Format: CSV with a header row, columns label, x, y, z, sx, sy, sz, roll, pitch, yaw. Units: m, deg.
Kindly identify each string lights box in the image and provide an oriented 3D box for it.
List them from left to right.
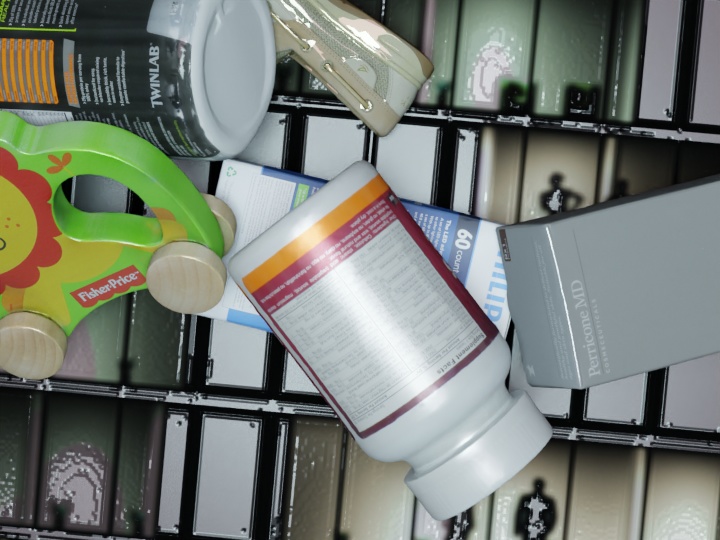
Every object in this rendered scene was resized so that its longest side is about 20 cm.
label,x,y,z,sx,sy,sz,roll,pitch,yaw
string lights box,0.000,0.000,1.232,0.199,0.059,0.103,14,93,1

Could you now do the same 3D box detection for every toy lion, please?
label,x,y,z,sx,sy,sz,roll,pitch,yaw
toy lion,-0.203,-0.033,1.160,0.200,0.069,0.192,-22,126,25

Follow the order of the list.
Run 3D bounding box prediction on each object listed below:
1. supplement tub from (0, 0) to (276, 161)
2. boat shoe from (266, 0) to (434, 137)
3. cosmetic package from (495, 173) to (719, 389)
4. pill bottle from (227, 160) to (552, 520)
label,x,y,z,sx,sy,sz,roll,pitch,yaw
supplement tub,-0.163,-0.132,1.183,0.200,0.122,0.123,5,92,23
boat shoe,-0.051,-0.159,1.225,0.200,0.072,0.065,34,91,-5
cosmetic package,0.194,0.000,1.186,0.200,0.090,0.107,-16,94,-20
pill bottle,0.020,0.043,1.150,0.109,0.110,0.200,-37,93,3
